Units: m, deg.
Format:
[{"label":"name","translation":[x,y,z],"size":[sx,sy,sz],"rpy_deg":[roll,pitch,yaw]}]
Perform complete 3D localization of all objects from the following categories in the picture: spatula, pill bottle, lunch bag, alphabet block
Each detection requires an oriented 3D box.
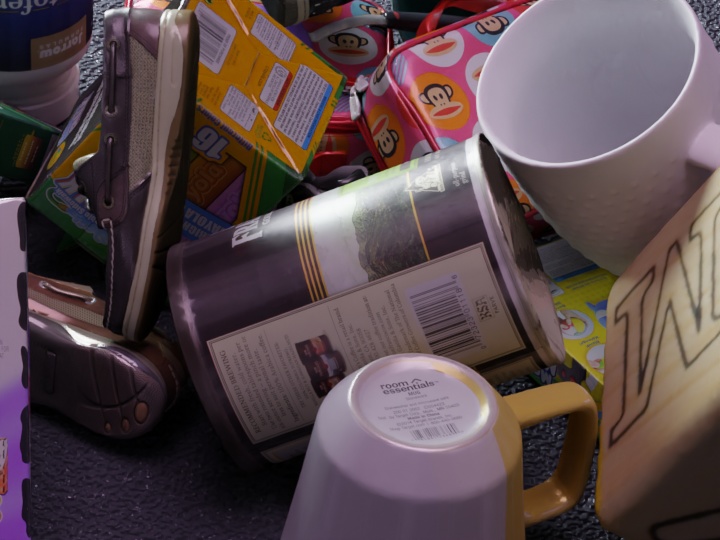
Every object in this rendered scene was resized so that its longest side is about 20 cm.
[{"label":"spatula","translation":[0.001,-0.170,1.806],"size":[0.200,0.021,0.057],"rpy_deg":[-2,39,-18]},{"label":"pill bottle","translation":[-0.242,-0.201,1.789],"size":[0.115,0.200,0.116],"rpy_deg":[3,40,-2]},{"label":"lunch bag","translation":[-0.075,-0.124,1.816],"size":[0.200,0.082,0.176],"rpy_deg":[4,43,-6]},{"label":"alphabet block","translation":[0.266,0.056,1.476],"size":[0.195,0.200,0.197],"rpy_deg":[24,46,-14]},{"label":"lunch bag","translation":[0.098,-0.111,1.754],"size":[0.200,0.082,0.176],"rpy_deg":[-21,74,-34]}]

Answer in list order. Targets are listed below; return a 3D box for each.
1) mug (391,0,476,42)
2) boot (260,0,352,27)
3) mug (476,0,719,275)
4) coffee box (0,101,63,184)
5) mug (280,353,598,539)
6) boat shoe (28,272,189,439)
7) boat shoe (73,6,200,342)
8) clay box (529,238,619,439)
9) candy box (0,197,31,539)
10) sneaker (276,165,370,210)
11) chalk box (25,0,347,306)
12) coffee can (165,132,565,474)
[{"label":"mug","translation":[0.101,-0.231,1.884],"size":[0.152,0.185,0.114],"rpy_deg":[-5,28,14]},{"label":"boot","translation":[-0.006,-0.241,1.799],"size":[0.153,0.074,0.204],"rpy_deg":[-12,34,-7]},{"label":"mug","translation":[0.191,-0.066,1.602],"size":[0.200,0.175,0.148],"rpy_deg":[25,72,40]},{"label":"coffee box","translation":[-0.269,-0.099,1.686],"size":[0.123,0.044,0.200],"rpy_deg":[23,2,11]},{"label":"mug","translation":[0.035,0.120,1.464],"size":[0.149,0.153,0.187],"rpy_deg":[19,40,17]},{"label":"boat shoe","translation":[-0.194,0.041,1.605],"size":[0.200,0.076,0.072],"rpy_deg":[27,34,18]},{"label":"boat shoe","translation":[-0.139,-0.060,1.547],"size":[0.066,0.201,0.072],"rpy_deg":[10,8,6]},{"label":"clay box","translation":[0.174,0.054,1.648],"size":[0.115,0.048,0.200],"rpy_deg":[-18,45,-31]},{"label":"candy box","translation":[-0.272,0.060,1.469],"size":[0.167,0.200,0.072],"rpy_deg":[0,-4,-8]},{"label":"sneaker","translation":[0.000,0.000,1.638],"size":[0.075,0.116,0.200],"rpy_deg":[-22,46,-30]},{"label":"chalk box","translation":[-0.125,-0.073,1.681],"size":[0.124,0.200,0.125],"rpy_deg":[37,39,-14]},{"label":"coffee can","translation":[0.004,0.020,1.532],"size":[0.200,0.146,0.146],"rpy_deg":[-20,39,9]}]
